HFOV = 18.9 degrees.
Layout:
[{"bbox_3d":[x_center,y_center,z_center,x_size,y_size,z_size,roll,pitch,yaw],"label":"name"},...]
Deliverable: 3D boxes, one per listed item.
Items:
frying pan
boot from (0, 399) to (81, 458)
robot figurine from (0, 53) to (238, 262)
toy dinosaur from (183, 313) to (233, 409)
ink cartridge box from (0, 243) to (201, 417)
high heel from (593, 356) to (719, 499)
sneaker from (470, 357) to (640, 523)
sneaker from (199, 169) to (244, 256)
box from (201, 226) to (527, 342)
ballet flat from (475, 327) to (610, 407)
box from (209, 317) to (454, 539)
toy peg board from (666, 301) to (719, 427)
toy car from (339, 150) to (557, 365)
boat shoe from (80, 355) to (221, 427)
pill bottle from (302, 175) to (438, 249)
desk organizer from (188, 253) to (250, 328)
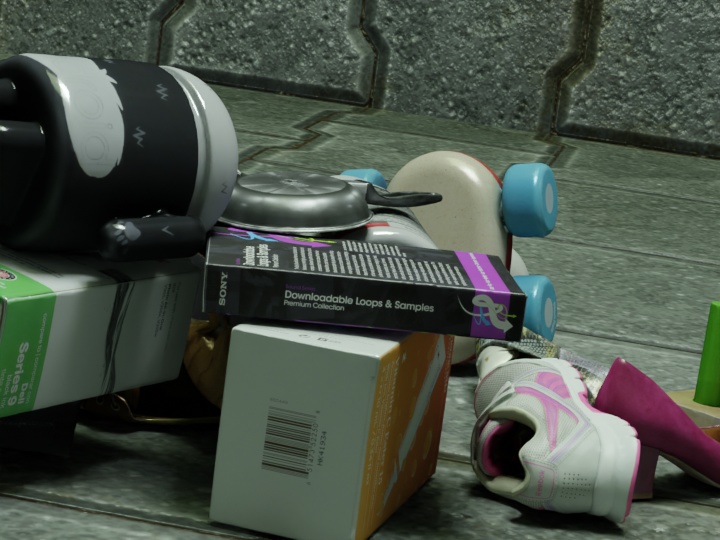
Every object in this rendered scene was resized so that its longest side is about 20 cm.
[{"bbox_3d":[-0.012,-0.047,1.486,0.188,0.031,0.115,-3,15,-19],"label":"frying pan"},{"bbox_3d":[-0.287,0.073,1.425,0.198,0.066,0.165,2,20,-12],"label":"boot"},{"bbox_3d":[-0.172,-0.071,1.374,0.199,0.152,0.124,0,-10,-42],"label":"robot figurine"},{"bbox_3d":[-0.085,0.075,1.470,0.106,0.061,0.200,-23,50,-14],"label":"toy dinosaur"},{"bbox_3d":[-0.219,0.023,1.385,0.145,0.085,0.199,20,15,30],"label":"ink cartridge box"},{"bbox_3d":[0.243,0.105,1.532,0.199,0.097,0.067,-3,15,-44],"label":"high heel"},{"bbox_3d":[0.113,0.108,1.474,0.087,0.082,0.200,5,10,-20],"label":"sneaker"},{"bbox_3d":[-0.112,-0.053,1.629,0.074,0.089,0.200,29,-24,-21],"label":"sneaker"},{"bbox_3d":[-0.002,0.008,1.375,0.198,0.036,0.143,7,10,-4],"label":"box"},{"bbox_3d":[0.130,0.086,1.653,0.072,0.073,0.200,0,12,-34],"label":"ballet flat"},{"bbox_3d":[-0.013,0.087,1.388,0.097,0.126,0.200,10,12,14],"label":"box"},{"bbox_3d":[0.366,0.087,1.691,0.199,0.099,0.198,-2,14,-45],"label":"toy peg board"},{"bbox_3d":[0.093,-0.005,1.860,0.183,0.179,0.200,-1,-5,20],"label":"toy car"},{"bbox_3d":[-0.163,0.069,1.512,0.198,0.073,0.068,5,10,-11],"label":"boat shoe"},{"bbox_3d":[0.000,0.000,1.589,0.113,0.115,0.200,5,15,-10],"label":"pill bottle"},{"bbox_3d":[-0.143,0.013,1.586,0.199,0.072,0.077,36,-2,-19],"label":"desk organizer"}]
